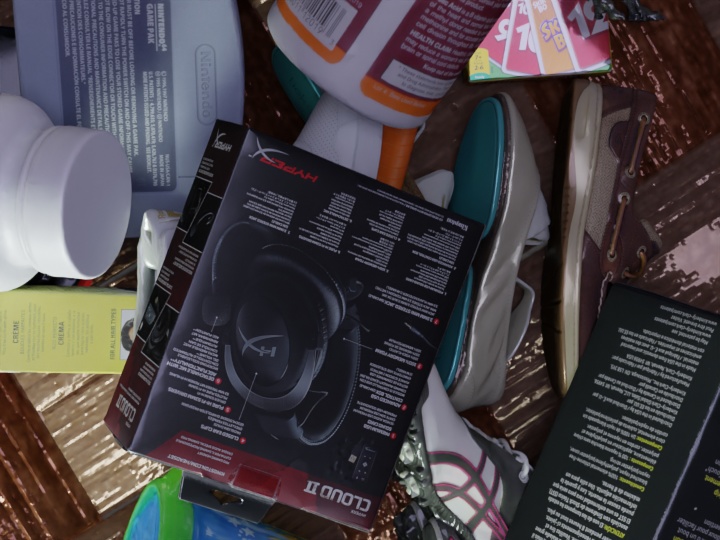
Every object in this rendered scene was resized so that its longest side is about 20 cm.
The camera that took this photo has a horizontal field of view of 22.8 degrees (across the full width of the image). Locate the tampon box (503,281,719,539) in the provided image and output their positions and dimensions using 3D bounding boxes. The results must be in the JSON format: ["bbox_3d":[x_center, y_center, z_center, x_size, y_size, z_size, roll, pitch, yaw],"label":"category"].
[{"bbox_3d":[0.200,0.135,1.078,0.149,0.126,0.202,26,87,-32],"label":"tampon box"}]

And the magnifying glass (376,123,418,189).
[{"bbox_3d":[0.000,0.000,1.090,0.079,0.022,0.202,24,117,20],"label":"magnifying glass"}]

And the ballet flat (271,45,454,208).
[{"bbox_3d":[0.015,-0.068,1.122,0.072,0.068,0.202,-25,89,-24],"label":"ballet flat"}]

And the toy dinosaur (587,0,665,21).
[{"bbox_3d":[0.166,-0.200,1.113,0.198,0.047,0.089,-7,100,-40],"label":"toy dinosaur"}]

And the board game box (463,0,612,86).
[{"bbox_3d":[0.106,-0.223,1.141,0.094,0.030,0.203,-5,89,-6],"label":"board game box"}]

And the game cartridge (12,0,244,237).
[{"bbox_3d":[-0.134,-0.113,1.047,0.131,0.042,0.202,-3,119,-9],"label":"game cartridge"}]

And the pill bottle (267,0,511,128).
[{"bbox_3d":[0.044,-0.191,1.004,0.114,0.114,0.201,35,111,-4],"label":"pill bottle"}]

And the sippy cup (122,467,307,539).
[{"bbox_3d":[-0.079,0.206,1.081,0.129,0.140,0.179,14,128,-15],"label":"sippy cup"}]

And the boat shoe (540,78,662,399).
[{"bbox_3d":[0.156,-0.018,1.126,0.071,0.072,0.203,5,84,-4],"label":"boat shoe"}]

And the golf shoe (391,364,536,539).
[{"bbox_3d":[0.056,0.116,1.096,0.087,0.077,0.202,-25,124,-15],"label":"golf shoe"}]

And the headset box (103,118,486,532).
[{"bbox_3d":[-0.040,0.039,0.974,0.148,0.077,0.202,20,92,-20],"label":"headset box"}]

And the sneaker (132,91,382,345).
[{"bbox_3d":[-0.065,-0.029,1.030,0.115,0.074,0.202,22,81,-22],"label":"sneaker"}]

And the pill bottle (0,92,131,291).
[{"bbox_3d":[-0.235,-0.048,1.008,0.198,0.111,0.112,8,90,19],"label":"pill bottle"}]

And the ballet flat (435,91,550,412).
[{"bbox_3d":[0.085,-0.008,1.127,0.069,0.069,0.202,13,91,-5],"label":"ballet flat"}]

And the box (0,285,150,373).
[{"bbox_3d":[-0.154,0.035,1.072,0.198,0.075,0.051,1,92,-22],"label":"box"}]

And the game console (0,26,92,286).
[{"bbox_3d":[-0.260,-0.065,1.110,0.197,0.031,0.179,4,87,-6],"label":"game console"}]
